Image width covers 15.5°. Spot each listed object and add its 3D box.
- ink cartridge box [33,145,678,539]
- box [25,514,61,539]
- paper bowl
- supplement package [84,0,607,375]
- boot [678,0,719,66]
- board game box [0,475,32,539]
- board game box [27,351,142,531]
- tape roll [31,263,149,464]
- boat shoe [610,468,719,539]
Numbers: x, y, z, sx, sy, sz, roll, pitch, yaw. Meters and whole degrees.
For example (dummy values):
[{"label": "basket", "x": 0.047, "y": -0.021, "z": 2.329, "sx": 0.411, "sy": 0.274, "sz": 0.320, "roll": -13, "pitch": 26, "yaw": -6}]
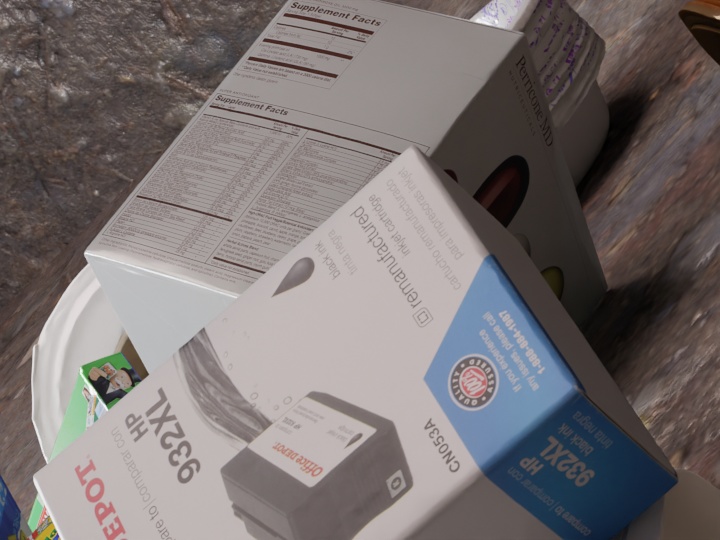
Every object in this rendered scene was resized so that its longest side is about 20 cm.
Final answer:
[{"label": "ink cartridge box", "x": -0.006, "y": 0.077, "z": 0.979, "sx": 0.200, "sy": 0.084, "sz": 0.145, "roll": -41, "pitch": 48, "yaw": 9}, {"label": "box", "x": -0.032, "y": 0.138, "z": 1.132, "sx": 0.200, "sy": 0.122, "sz": 0.193, "roll": -48, "pitch": 31, "yaw": 2}, {"label": "paper bowl", "x": 0.078, "y": -0.080, "z": 1.664, "sx": 0.201, "sy": 0.104, "sz": 0.201, "roll": -47, "pitch": 10, "yaw": 11}, {"label": "supplement package", "x": 0.000, "y": 0.000, "z": 1.343, "sx": 0.146, "sy": 0.192, "sz": 0.200, "roll": 16, "pitch": 56, "yaw": 34}, {"label": "boot", "x": 0.253, "y": -0.164, "z": 1.324, "sx": 0.156, "sy": 0.077, "sz": 0.200, "roll": -53, "pitch": 14, "yaw": -13}, {"label": "board game box", "x": -0.162, "y": 0.226, "z": 1.211, "sx": 0.041, "sy": 0.200, "sz": 0.201, "roll": -13, "pitch": 37, "yaw": 13}, {"label": "board game box", "x": -0.126, "y": 0.157, "z": 1.421, "sx": 0.029, "sy": 0.135, "sz": 0.201, "roll": -20, "pitch": -29, "yaw": -33}, {"label": "tape roll", "x": -0.087, "y": 0.070, "z": 1.520, "sx": 0.203, "sy": 0.202, "sz": 0.071, "roll": -49, "pitch": -21, "yaw": -5}, {"label": "boat shoe", "x": 0.090, "y": 0.141, "z": 0.928, "sx": 0.069, "sy": 0.072, "sz": 0.200, "roll": -45, "pitch": 11, "yaw": 29}]
